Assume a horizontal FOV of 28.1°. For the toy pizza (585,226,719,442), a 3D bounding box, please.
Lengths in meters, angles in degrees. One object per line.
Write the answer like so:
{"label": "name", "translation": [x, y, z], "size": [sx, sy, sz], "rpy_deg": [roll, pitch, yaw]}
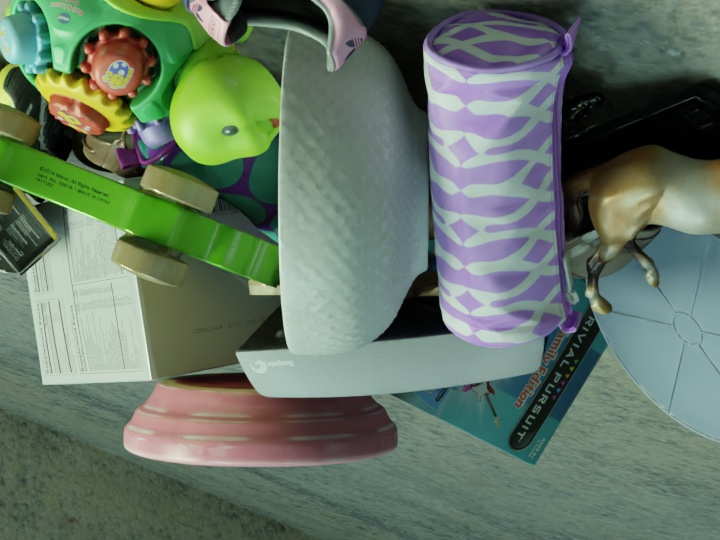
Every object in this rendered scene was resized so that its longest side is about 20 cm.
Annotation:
{"label": "toy pizza", "translation": [0.237, 0.034, 1.005], "size": [0.200, 0.032, 0.201], "rpy_deg": [41, 149, 31]}

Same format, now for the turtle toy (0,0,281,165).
{"label": "turtle toy", "translation": [-0.131, -0.126, 0.860], "size": [0.199, 0.101, 0.146], "rpy_deg": [17, 165, 19]}

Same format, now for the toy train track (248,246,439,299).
{"label": "toy train track", "translation": [0.000, 0.000, 0.998], "size": [0.199, 0.033, 0.114], "rpy_deg": [-1, -169, 40]}

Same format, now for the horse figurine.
{"label": "horse figurine", "translation": [0.191, -0.031, 0.832], "size": [0.199, 0.050, 0.133], "rpy_deg": [3, 133, 21]}

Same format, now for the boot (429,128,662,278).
{"label": "boot", "translation": [0.098, -0.059, 0.957], "size": [0.200, 0.071, 0.146], "rpy_deg": [30, 151, -21]}

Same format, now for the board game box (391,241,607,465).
{"label": "board game box", "translation": [0.101, 0.049, 1.127], "size": [0.200, 0.151, 0.047], "rpy_deg": [29, -176, -36]}

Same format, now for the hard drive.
{"label": "hard drive", "translation": [0.030, 0.044, 0.956], "size": [0.199, 0.043, 0.135], "rpy_deg": [-6, -168, 12]}

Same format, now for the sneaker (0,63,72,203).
{"label": "sneaker", "translation": [-0.280, -0.113, 1.124], "size": [0.090, 0.078, 0.200], "rpy_deg": [28, 159, -2]}

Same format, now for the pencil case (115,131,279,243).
{"label": "pencil case", "translation": [-0.071, -0.068, 1.034], "size": [0.092, 0.085, 0.200], "rpy_deg": [-42, 132, 17]}

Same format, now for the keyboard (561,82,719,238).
{"label": "keyboard", "translation": [0.138, -0.072, 0.872], "size": [0.199, 0.040, 0.104], "rpy_deg": [-22, 134, 36]}

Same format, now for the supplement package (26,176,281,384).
{"label": "supplement package", "translation": [-0.160, 0.005, 1.158], "size": [0.151, 0.151, 0.200], "rpy_deg": [-9, -179, -36]}

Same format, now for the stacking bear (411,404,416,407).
{"label": "stacking bear", "translation": [-0.009, 0.015, 1.215], "size": [0.199, 0.114, 0.121], "rpy_deg": [25, -169, 10]}

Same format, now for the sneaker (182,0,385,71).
{"label": "sneaker", "translation": [-0.083, -0.163, 0.746], "size": [0.199, 0.082, 0.070], "rpy_deg": [15, 164, 6]}

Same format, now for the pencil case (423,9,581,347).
{"label": "pencil case", "translation": [0.082, -0.047, 0.815], "size": [0.085, 0.084, 0.201], "rpy_deg": [10, 130, 24]}

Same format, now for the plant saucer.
{"label": "plant saucer", "translation": [-0.072, 0.105, 1.052], "size": [0.199, 0.051, 0.201], "rpy_deg": [1, -178, 0]}

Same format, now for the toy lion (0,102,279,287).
{"label": "toy lion", "translation": [-0.149, -0.039, 0.950], "size": [0.199, 0.069, 0.192], "rpy_deg": [21, 180, 11]}

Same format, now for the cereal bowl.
{"label": "cereal bowl", "translation": [0.000, -0.048, 0.862], "size": [0.083, 0.201, 0.200], "rpy_deg": [0, 163, 2]}

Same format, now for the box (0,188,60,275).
{"label": "box", "translation": [-0.337, -0.089, 1.127], "size": [0.159, 0.049, 0.200], "rpy_deg": [4, 134, 57]}

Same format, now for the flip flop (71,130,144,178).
{"label": "flip flop", "translation": [-0.184, -0.097, 1.107], "size": [0.081, 0.058, 0.200], "rpy_deg": [23, 163, -19]}
